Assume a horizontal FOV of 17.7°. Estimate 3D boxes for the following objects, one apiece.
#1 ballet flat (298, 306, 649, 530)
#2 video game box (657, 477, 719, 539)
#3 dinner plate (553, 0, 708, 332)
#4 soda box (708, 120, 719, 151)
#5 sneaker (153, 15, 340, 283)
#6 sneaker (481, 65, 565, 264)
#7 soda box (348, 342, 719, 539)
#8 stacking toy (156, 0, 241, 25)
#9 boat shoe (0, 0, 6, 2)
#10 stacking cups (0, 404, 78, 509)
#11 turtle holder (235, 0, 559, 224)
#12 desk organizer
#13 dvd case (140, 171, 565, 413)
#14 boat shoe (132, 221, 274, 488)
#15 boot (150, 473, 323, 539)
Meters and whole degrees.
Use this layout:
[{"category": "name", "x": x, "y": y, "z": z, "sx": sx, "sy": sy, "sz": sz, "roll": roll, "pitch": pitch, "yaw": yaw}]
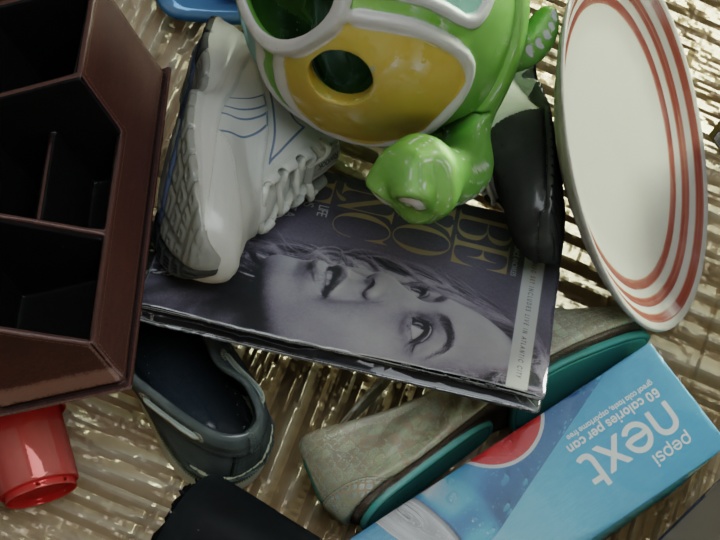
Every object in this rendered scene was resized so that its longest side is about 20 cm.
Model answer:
[{"category": "ballet flat", "x": 0.057, "y": 0.057, "z": 1.171, "sx": 0.200, "sy": 0.067, "sz": 0.062, "roll": -30, "pitch": 69, "yaw": -22}, {"category": "video game box", "x": 0.220, "y": 0.102, "z": 1.112, "sx": 0.182, "sy": 0.200, "sz": 0.047, "roll": -28, "pitch": 75, "yaw": -22}, {"category": "dinner plate", "x": 0.136, "y": -0.067, "z": 1.195, "sx": 0.024, "sy": 0.200, "sz": 0.200, "roll": -6, "pitch": 63, "yaw": 28}, {"category": "soda box", "x": 0.280, "y": -0.022, "z": 1.252, "sx": 0.068, "sy": 0.064, "sz": 0.200, "roll": -29, "pitch": 77, "yaw": -22}, {"category": "sneaker", "x": -0.053, "y": -0.060, "z": 1.151, "sx": 0.087, "sy": 0.075, "sz": 0.200, "roll": 17, "pitch": 36, "yaw": -6}, {"category": "sneaker", "x": 0.057, "y": -0.072, "z": 1.208, "sx": 0.088, "sy": 0.074, "sz": 0.200, "roll": -10, "pitch": 43, "yaw": -2}, {"category": "soda box", "x": 0.081, "y": 0.120, "z": 1.149, "sx": 0.200, "sy": 0.064, "sz": 0.068, "roll": -31, "pitch": 77, "yaw": -23}, {"category": "stacking toy", "x": -0.045, "y": -0.221, "z": 1.187, "sx": 0.110, "sy": 0.200, "sz": 0.116, "roll": -1, "pitch": 64, "yaw": -12}, {"category": "boat shoe", "x": -0.184, "y": -0.212, "z": 1.233, "sx": 0.075, "sy": 0.075, "sz": 0.202, "roll": 14, "pitch": 71, "yaw": -21}, {"category": "stacking cups", "x": -0.180, "y": 0.017, "z": 1.140, "sx": 0.060, "sy": 0.061, "sz": 0.200, "roll": -16, "pitch": 75, "yaw": -18}, {"category": "turtle holder", "x": 0.003, "y": -0.116, "z": 1.120, "sx": 0.132, "sy": 0.141, "sz": 0.186, "roll": 6, "pitch": 88, "yaw": -54}, {"category": "desk organizer", "x": -0.147, "y": -0.039, "z": 1.095, "sx": 0.072, "sy": 0.077, "sz": 0.200, "roll": -13, "pitch": 49, "yaw": 19}, {"category": "dvd case", "x": 0.000, "y": 0.000, "z": 1.156, "sx": 0.200, "sy": 0.016, "sz": 0.149, "roll": 14, "pitch": 35, "yaw": 1}, {"category": "boat shoe", "x": -0.107, "y": 0.018, "z": 1.150, "sx": 0.073, "sy": 0.062, "sz": 0.200, "roll": -30, "pitch": 76, "yaw": -19}, {"category": "boot", "x": -0.039, "y": 0.211, "z": 1.076, "sx": 0.168, "sy": 0.076, "sz": 0.200, "roll": 20, "pitch": 102, "yaw": 24}]
